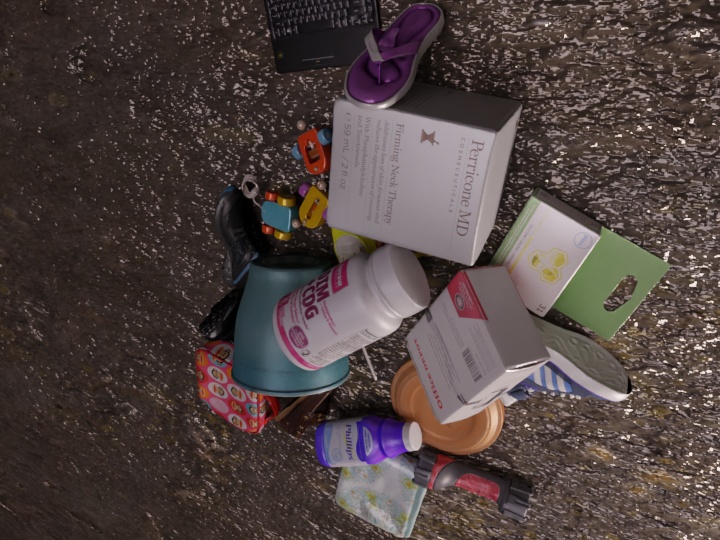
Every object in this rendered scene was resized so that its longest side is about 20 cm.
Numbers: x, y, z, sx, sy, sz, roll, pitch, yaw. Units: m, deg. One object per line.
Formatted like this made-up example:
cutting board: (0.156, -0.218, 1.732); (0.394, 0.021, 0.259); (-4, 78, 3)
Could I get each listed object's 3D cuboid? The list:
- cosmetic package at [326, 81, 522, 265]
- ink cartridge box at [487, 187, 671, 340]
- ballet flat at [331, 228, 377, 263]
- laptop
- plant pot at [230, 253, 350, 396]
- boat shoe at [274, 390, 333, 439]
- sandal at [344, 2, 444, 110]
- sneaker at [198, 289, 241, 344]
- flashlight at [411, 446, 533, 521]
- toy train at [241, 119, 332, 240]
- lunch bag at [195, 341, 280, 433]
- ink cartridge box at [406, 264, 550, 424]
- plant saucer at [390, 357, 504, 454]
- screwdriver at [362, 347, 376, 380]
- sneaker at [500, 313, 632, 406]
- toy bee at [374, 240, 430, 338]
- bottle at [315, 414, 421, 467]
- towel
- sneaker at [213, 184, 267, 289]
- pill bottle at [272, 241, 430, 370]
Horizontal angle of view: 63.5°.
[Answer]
cosmetic package: (0.082, -0.136, 0.746); (0.197, 0.166, 0.170); (16, 121, 18)
ink cartridge box: (0.285, 0.002, 0.786); (0.199, 0.048, 0.147); (33, 125, 12)
ballet flat: (0.000, 0.000, 0.918); (0.066, 0.067, 0.203); (-12, 108, 23)
laptop: (-0.078, -0.361, 0.753); (0.175, 0.103, 0.203); (4, 116, 26)
plant pot: (-0.112, 0.076, 0.950); (0.197, 0.200, 0.191); (7, 103, 24)
boat shoe: (-0.090, 0.256, 1.096); (0.070, 0.070, 0.200); (48, 135, 6)
sandal: (0.036, -0.266, 0.685); (0.081, 0.204, 0.050); (14, 146, 21)
sneaker: (-0.220, 0.095, 1.022); (0.075, 0.200, 0.088); (-37, 101, 3)
flashlight: (0.189, 0.368, 0.996); (0.197, 0.068, 0.069); (19, 95, 16)
toy train: (-0.095, -0.135, 0.912); (0.198, 0.055, 0.152); (-24, 89, 39)
lunch bag: (-0.230, 0.224, 1.130); (0.174, 0.082, 0.202); (26, 134, 15)
ink cartridge box: (0.154, 0.108, 0.816); (0.201, 0.084, 0.147); (-58, 46, 52)
plant saucer: (0.142, 0.231, 0.986); (0.197, 0.032, 0.203); (12, 120, 22)
screwdriver: (-0.007, 0.096, 0.930); (0.027, 0.029, 0.203); (-14, 107, 15)
sneaker: (0.272, 0.158, 0.859); (0.198, 0.081, 0.148); (28, 133, 8)
toy bee: (0.071, 0.004, 0.859); (0.131, 0.109, 0.201); (-41, 104, -8)
bottle: (0.012, 0.301, 1.032); (0.198, 0.065, 0.085); (-14, 76, 31)
towel: (0.040, 0.415, 1.123); (0.169, 0.048, 0.202); (23, 123, 15)
sneaker: (-0.196, -0.053, 0.997); (0.081, 0.074, 0.202); (14, 131, 17)
pill bottle: (-0.013, 0.047, 0.784); (0.198, 0.113, 0.114); (-29, 100, 26)
